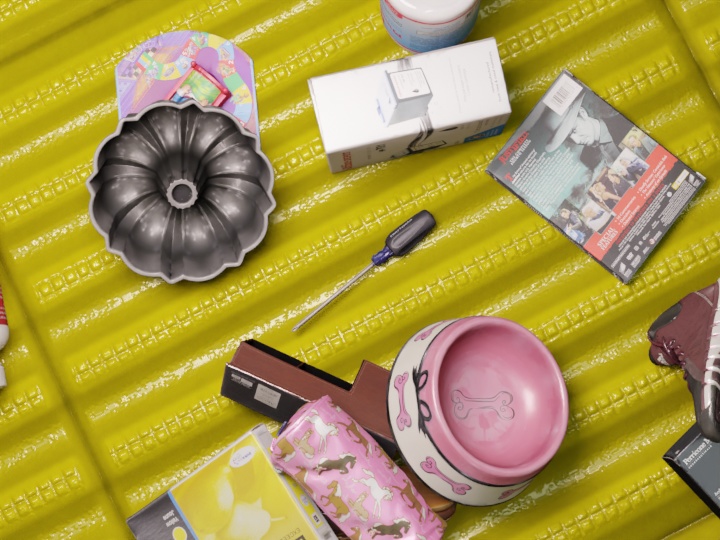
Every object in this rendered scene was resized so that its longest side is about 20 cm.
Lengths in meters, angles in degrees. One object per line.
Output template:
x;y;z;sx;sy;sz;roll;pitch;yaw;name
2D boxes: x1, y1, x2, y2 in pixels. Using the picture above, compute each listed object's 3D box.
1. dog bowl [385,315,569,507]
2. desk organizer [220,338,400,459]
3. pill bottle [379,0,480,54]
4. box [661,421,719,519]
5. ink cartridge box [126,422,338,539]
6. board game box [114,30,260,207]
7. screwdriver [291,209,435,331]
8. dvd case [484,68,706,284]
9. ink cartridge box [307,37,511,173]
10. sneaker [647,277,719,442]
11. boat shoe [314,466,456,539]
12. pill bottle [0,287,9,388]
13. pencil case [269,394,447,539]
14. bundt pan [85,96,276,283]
0.129;0.138;1.480;0.198;0.074;0.203;10;67;-24;dog bowl
-0.042;0.127;1.519;0.198;0.072;0.077;24;57;4;desk organizer
0.073;-0.289;1.505;0.107;0.200;0.110;0;84;1;pill bottle
0.440;0.178;1.510;0.200;0.079;0.141;-44;87;-2;box
-0.122;0.295;1.492;0.197;0.047;0.201;-36;82;23;ink cartridge box
-0.192;-0.170;1.579;0.156;0.039;0.203;-5;85;1;board game box
0.000;0.000;1.566;0.199;0.028;0.029;-36;54;-1;screwdriver
0.257;-0.104;1.572;0.199;0.022;0.146;38;86;4;dvd case
0.052;-0.173;1.521;0.198;0.146;0.087;-14;86;0;ink cartridge box
0.349;0.102;1.496;0.076;0.115;0.201;42;47;-27;sneaker
0.005;0.254;1.524;0.197;0.071;0.071;0;122;5;boat shoe
-0.439;0.034;1.530;0.111;0.112;0.203;-13;84;0;pill bottle
-0.002;0.221;1.438;0.200;0.083;0.086;46;128;-2;pencil case
-0.192;-0.094;1.527;0.199;0.076;0.204;-3;113;-8;bundt pan
